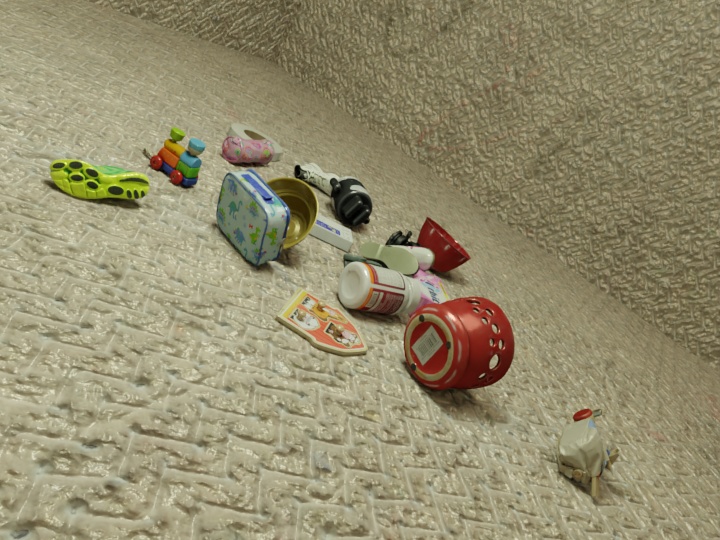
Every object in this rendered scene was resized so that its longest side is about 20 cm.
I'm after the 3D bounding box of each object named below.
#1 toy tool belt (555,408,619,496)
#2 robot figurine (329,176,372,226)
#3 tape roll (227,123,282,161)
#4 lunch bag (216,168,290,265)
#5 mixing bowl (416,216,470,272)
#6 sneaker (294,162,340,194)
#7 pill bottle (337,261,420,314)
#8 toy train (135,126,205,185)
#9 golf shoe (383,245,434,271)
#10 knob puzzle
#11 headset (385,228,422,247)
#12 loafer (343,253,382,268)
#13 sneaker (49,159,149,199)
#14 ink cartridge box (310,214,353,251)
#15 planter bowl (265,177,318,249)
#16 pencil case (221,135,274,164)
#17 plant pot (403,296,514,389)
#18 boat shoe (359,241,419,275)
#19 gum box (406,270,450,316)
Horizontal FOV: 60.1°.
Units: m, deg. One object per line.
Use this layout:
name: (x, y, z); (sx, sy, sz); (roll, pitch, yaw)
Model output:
toy tool belt: (0.499, 0.398, 1.363); (0.199, 0.124, 0.125); (-23, 87, -62)
robot figurine: (-0.032, -0.223, 2.007); (0.122, 0.153, 0.201); (-7, 33, -12)
tape roll: (-0.367, -0.449, 2.178); (0.200, 0.037, 0.204); (27, 20, -10)
lunch bag: (-0.244, -0.124, 1.411); (0.081, 0.163, 0.200); (-14, 46, -41)
mixing bowl: (0.256, -0.068, 2.042); (0.199, 0.109, 0.201); (40, 13, -11)
sneaker: (-0.153, -0.306, 2.123); (0.199, 0.077, 0.114); (34, 28, 31)
pill bottle: (0.049, 0.048, 1.507); (0.198, 0.111, 0.110); (13, 26, -42)
toy train: (-0.485, -0.314, 1.582); (0.199, 0.117, 0.084); (36, 20, 13)
golf shoe: (0.126, -0.035, 1.801); (0.091, 0.074, 0.198); (4, 1, -44)
knob puzzle: (-0.066, 0.111, 1.317); (0.217, 0.031, 0.220); (28, 20, -11)
headset: (0.135, -0.066, 1.986); (0.122, 0.094, 0.201); (33, 35, -6)
loafer: (0.000, 0.000, 1.640); (0.071, 0.064, 0.199); (10, -4, 23)
sneaker: (-0.544, -0.184, 1.294); (0.197, 0.076, 0.083); (7, 5, -42)
ink cartridge box: (-0.116, -0.126, 1.784); (0.197, 0.040, 0.100); (27, 21, -15)
planter bowl: (-0.190, -0.122, 1.540); (0.200, 0.200, 0.084); (40, -12, 25)
pencil case: (-0.353, -0.383, 1.977); (0.087, 0.088, 0.199); (37, 22, 17)
plant pot: (0.206, 0.163, 1.351); (0.180, 0.203, 0.200); (-3, 37, -44)
boat shoe: (0.086, -0.026, 1.737); (0.198, 0.072, 0.063); (19, -19, 35)
gum box: (0.179, 0.074, 1.692); (0.112, 0.067, 0.201); (23, 22, -17)
